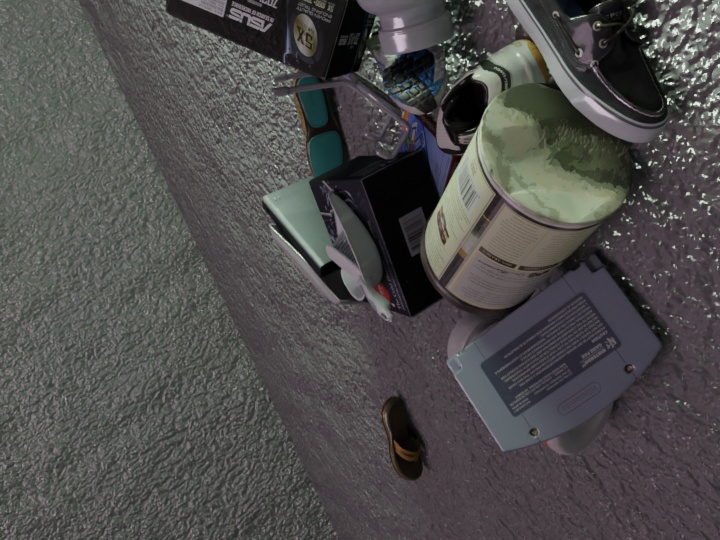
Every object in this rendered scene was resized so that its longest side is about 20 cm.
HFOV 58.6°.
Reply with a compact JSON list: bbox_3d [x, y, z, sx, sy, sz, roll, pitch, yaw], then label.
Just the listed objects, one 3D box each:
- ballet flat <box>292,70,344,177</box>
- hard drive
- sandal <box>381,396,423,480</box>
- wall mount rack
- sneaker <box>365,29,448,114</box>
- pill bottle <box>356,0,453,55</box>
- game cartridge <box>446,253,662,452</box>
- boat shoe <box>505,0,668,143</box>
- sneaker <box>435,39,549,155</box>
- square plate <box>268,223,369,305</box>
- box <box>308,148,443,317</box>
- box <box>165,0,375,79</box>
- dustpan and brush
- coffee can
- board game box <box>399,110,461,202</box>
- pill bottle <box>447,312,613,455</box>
[{"bbox_3d":[-0.069,-0.240,1.066,0.070,0.070,0.204,34,145,49],"label":"ballet flat"},{"bbox_3d":[-0.064,-0.085,1.115,0.200,0.138,0.033,47,151,33],"label":"hard drive"},{"bbox_3d":[0.098,0.365,1.373,0.053,0.080,0.204,-1,112,42],"label":"sandal"},{"bbox_3d":[-0.024,-0.219,0.820,0.172,0.075,0.201,30,-164,-18],"label":"wall mount rack"},{"bbox_3d":[0.064,-0.217,0.742,0.202,0.074,0.088,-103,-12,-53],"label":"sneaker"},{"bbox_3d":[0.037,-0.331,0.642,0.111,0.111,0.204,28,140,54],"label":"pill bottle"},{"bbox_3d":[0.204,0.096,0.678,0.134,0.199,0.041,55,-165,11],"label":"game cartridge"},{"bbox_3d":[0.189,-0.198,0.522,0.203,0.069,0.067,64,161,19],"label":"boat shoe"},{"bbox_3d":[0.112,-0.174,0.688,0.077,0.087,0.200,58,160,3],"label":"sneaker"},{"bbox_3d":[-0.059,-0.002,1.160,0.200,0.029,0.197,46,-164,21],"label":"square plate"},{"bbox_3d":[0.034,-0.056,0.924,0.181,0.103,0.204,14,128,63],"label":"box"},{"bbox_3d":[-0.095,-0.303,0.741,0.196,0.164,0.088,23,113,4],"label":"box"},{"bbox_3d":[0.000,0.000,0.846,0.199,0.057,0.142,40,149,42],"label":"dustpan and brush"},{"bbox_3d":[0.154,-0.060,0.643,0.148,0.144,0.201,55,157,16],"label":"coffee can"},{"bbox_3d":[0.085,-0.124,0.895,0.103,0.019,0.202,51,155,25],"label":"board game box"},{"bbox_3d":[0.203,0.128,0.797,0.199,0.108,0.112,32,144,52],"label":"pill bottle"}]
